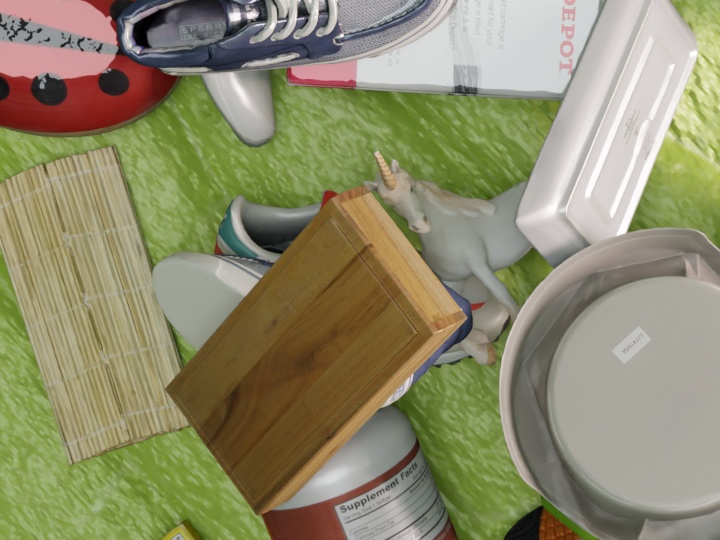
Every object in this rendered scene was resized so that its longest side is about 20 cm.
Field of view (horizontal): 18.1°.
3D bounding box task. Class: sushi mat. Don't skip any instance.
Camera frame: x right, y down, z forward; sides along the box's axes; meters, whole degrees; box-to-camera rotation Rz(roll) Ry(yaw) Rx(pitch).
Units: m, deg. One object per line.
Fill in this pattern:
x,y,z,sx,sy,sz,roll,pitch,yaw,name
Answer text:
-0.181,0.023,1.520,0.096,0.012,0.200,-17,93,8,sushi mat

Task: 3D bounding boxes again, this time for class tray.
-0.031,0.050,1.330,0.099,0.037,0.200,53,131,13,tray
0.161,-0.088,1.403,0.022,0.107,0.200,10,68,37,tray

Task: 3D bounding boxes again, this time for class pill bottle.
-0.004,0.156,1.451,0.112,0.112,0.200,-21,103,7,pill bottle

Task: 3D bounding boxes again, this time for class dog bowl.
0.184,0.077,1.354,0.200,0.059,0.200,-3,75,11,dog bowl

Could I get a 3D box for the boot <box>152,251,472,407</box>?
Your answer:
-0.030,0.024,1.411,0.200,0.090,0.073,23,129,32,boot

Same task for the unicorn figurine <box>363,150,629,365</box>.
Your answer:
0.083,-0.016,1.433,0.074,0.200,0.137,-34,79,44,unicorn figurine

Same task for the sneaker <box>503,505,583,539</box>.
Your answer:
0.135,0.246,1.461,0.076,0.092,0.200,-21,49,34,sneaker

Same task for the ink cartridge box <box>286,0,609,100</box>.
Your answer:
0.059,-0.185,1.444,0.200,0.083,0.145,4,96,5,ink cartridge box

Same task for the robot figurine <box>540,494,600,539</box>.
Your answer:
0.208,0.128,1.428,0.175,0.116,0.200,-9,73,-18,robot figurine

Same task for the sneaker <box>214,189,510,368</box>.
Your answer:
0.000,0.000,1.456,0.200,0.070,0.093,10,133,7,sneaker

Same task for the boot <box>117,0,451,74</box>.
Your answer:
-0.044,-0.154,1.364,0.200,0.090,0.073,-13,94,10,boot

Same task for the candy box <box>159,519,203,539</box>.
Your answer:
-0.096,0.277,1.528,0.102,0.026,0.200,-38,91,5,candy box

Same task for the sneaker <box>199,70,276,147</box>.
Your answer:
-0.078,-0.180,1.466,0.080,0.070,0.200,-14,93,3,sneaker

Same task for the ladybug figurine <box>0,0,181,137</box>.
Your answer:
-0.208,-0.155,1.477,0.200,0.072,0.136,7,95,4,ladybug figurine
